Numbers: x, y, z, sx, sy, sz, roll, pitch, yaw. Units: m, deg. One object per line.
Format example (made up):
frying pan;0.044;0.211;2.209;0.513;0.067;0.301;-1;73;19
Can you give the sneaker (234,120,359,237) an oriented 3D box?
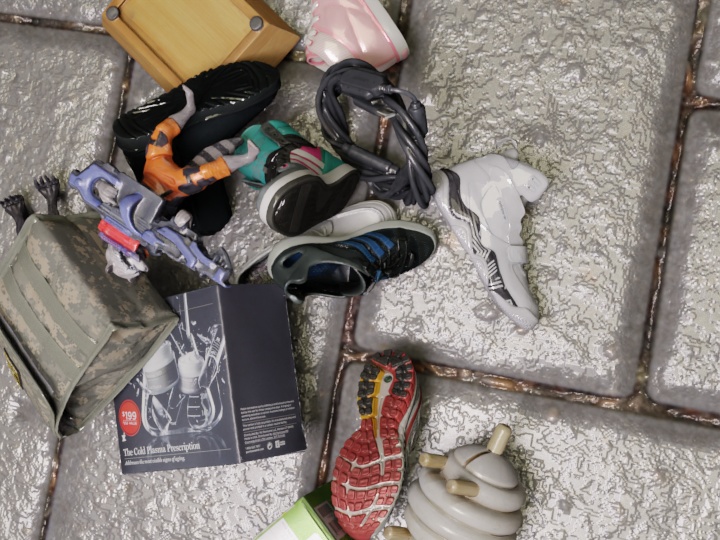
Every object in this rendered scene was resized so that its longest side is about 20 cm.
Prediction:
sneaker;-0.088;-0.105;1.105;0.120;0.200;0.084;30;109;14

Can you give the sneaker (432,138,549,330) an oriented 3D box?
sneaker;0.165;-0.043;1.126;0.114;0.075;0.201;-31;85;4

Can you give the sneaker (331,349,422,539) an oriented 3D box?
sneaker;0.030;0.191;1.110;0.077;0.082;0.201;5;63;27

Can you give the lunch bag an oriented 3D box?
lunch bag;-0.316;0.062;1.104;0.164;0.117;0.200;51;119;19

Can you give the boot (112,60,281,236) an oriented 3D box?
boot;-0.170;-0.128;1.175;0.199;0.169;0.076;-28;49;-16

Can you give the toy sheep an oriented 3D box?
toy sheep;0.107;0.250;1.089;0.137;0.138;0.201;31;104;12

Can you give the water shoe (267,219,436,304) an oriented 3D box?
water shoe;0.000;0.000;1.121;0.198;0.072;0.079;-9;41;-22

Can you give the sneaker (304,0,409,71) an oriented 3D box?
sneaker;-0.039;-0.300;1.189;0.104;0.075;0.201;-34;84;2

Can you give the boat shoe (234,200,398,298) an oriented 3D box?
boat shoe;-0.053;-0.023;1.175;0.199;0.068;0.073;-21;82;10

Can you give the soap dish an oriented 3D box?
soap dish;-0.194;-0.284;1.219;0.200;0.081;0.157;45;95;10

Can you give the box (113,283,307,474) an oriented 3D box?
box;-0.173;0.119;1.134;0.199;0.104;0.184;-14;81;39

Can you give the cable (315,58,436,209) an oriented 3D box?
cable;0.018;-0.148;1.132;0.051;0.200;0.164;-36;121;-20

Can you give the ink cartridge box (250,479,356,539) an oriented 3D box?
ink cartridge box;-0.096;0.324;1.118;0.200;0.148;0.076;-40;79;7

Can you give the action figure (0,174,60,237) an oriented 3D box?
action figure;-0.371;-0.003;1.227;0.118;0.102;0.201;-22;78;8

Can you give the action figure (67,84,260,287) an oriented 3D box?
action figure;-0.179;-0.062;1.049;0.200;0.105;0.194;40;89;11
